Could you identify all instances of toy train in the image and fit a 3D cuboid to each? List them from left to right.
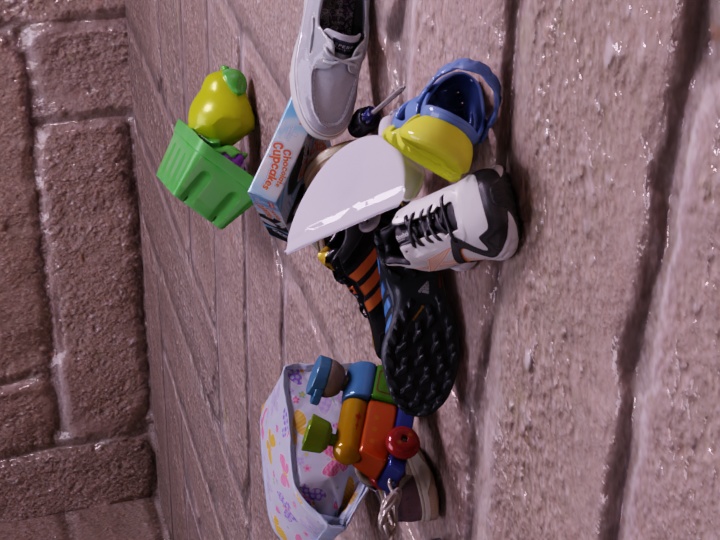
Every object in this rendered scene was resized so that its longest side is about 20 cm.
[{"bbox_3d":[-0.007,0.177,1.414,0.085,0.116,0.200,113,172,-52],"label":"toy train"}]

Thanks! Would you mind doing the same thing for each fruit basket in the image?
[{"bbox_3d":[-0.200,-0.184,2.099,0.216,0.155,0.216,-43,24,24],"label":"fruit basket"}]

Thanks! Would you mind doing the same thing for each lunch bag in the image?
[{"bbox_3d":[-0.047,0.228,1.703,0.170,0.127,0.200,118,151,-62],"label":"lunch bag"}]

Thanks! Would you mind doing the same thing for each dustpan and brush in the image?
[{"bbox_3d":[0.010,-0.094,1.337,0.057,0.140,0.200,43,-141,-34],"label":"dustpan and brush"}]

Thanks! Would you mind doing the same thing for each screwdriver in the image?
[{"bbox_3d":[0.017,-0.164,1.429,0.200,0.028,0.029,139,113,-75],"label":"screwdriver"}]

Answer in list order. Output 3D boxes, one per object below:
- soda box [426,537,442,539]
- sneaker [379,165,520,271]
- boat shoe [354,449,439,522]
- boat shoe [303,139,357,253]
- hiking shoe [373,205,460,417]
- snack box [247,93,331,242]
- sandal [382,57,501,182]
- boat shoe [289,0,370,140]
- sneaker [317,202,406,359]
[{"bbox_3d":[0.080,0.318,1.373,0.200,0.068,0.064,-155,58,-72],"label":"soda box"},{"bbox_3d":[0.073,-0.034,1.199,0.200,0.080,0.074,136,126,-70],"label":"sneaker"},{"bbox_3d":[0.025,0.202,1.524,0.200,0.065,0.072,-124,30,-59],"label":"boat shoe"},{"bbox_3d":[-0.022,-0.070,1.560,0.065,0.072,0.200,64,160,22],"label":"boat shoe"},{"bbox_3d":[0.055,0.035,1.352,0.087,0.074,0.200,-64,-30,-81],"label":"hiking shoe"},{"bbox_3d":[-0.073,-0.106,1.579,0.200,0.037,0.116,73,-141,-78],"label":"snack box"},{"bbox_3d":[0.073,-0.125,1.194,0.087,0.079,0.200,-60,9,-1],"label":"sandal"},{"bbox_3d":[-0.028,-0.233,1.455,0.072,0.070,0.201,-166,80,-72],"label":"boat shoe"},{"bbox_3d":[0.000,0.000,1.463,0.070,0.090,0.200,-137,42,-67],"label":"sneaker"}]
